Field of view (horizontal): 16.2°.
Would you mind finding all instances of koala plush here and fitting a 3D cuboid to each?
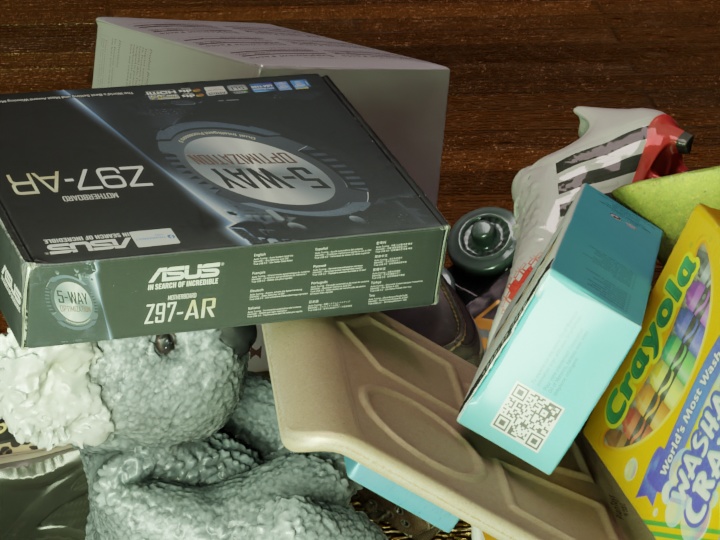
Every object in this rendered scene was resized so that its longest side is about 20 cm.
[{"bbox_3d":[-0.095,0.067,1.210,0.184,0.200,0.177,-22,30,29],"label":"koala plush"}]

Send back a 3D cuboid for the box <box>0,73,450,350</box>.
[{"bbox_3d":[-0.081,-0.032,1.169,0.200,0.044,0.160,-5,32,-22],"label":"box"}]

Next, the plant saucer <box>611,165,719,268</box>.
[{"bbox_3d":[0.251,-0.009,1.324,0.200,0.048,0.200,-11,-20,16],"label":"plant saucer"}]

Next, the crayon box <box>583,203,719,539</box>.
[{"bbox_3d":[0.165,0.057,1.111,0.052,0.126,0.200,17,19,-22],"label":"crayon box"}]

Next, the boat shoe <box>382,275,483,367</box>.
[{"bbox_3d":[0.000,0.000,1.360,0.074,0.073,0.200,-32,36,-9],"label":"boat shoe"}]

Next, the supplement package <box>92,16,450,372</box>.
[{"bbox_3d":[-0.066,-0.052,1.602,0.147,0.191,0.200,-3,14,-36],"label":"supplement package"}]

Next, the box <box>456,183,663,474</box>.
[{"bbox_3d":[0.097,0.022,1.182,0.049,0.082,0.200,31,16,1],"label":"box"}]

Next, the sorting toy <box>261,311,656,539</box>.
[{"bbox_3d":[0.047,0.081,1.134,0.200,0.036,0.185,25,16,-15],"label":"sorting toy"}]

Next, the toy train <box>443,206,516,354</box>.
[{"bbox_3d":[0.059,0.048,1.415,0.200,0.085,0.114,-39,52,-13],"label":"toy train"}]

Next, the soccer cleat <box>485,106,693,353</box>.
[{"bbox_3d":[0.109,-0.017,1.368,0.085,0.069,0.200,17,54,29],"label":"soccer cleat"}]

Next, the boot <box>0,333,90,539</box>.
[{"bbox_3d":[-0.160,0.092,1.382,0.200,0.073,0.151,-9,27,-4],"label":"boot"}]

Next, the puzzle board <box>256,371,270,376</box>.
[{"bbox_3d":[-0.096,0.087,1.503,0.151,0.017,0.200,13,23,32],"label":"puzzle board"}]

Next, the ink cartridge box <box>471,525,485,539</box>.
[{"bbox_3d":[0.154,0.143,1.215,0.200,0.084,0.146,-1,19,0],"label":"ink cartridge box"}]

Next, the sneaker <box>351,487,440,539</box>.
[{"bbox_3d":[0.016,0.105,1.328,0.200,0.076,0.070,8,4,16],"label":"sneaker"}]
